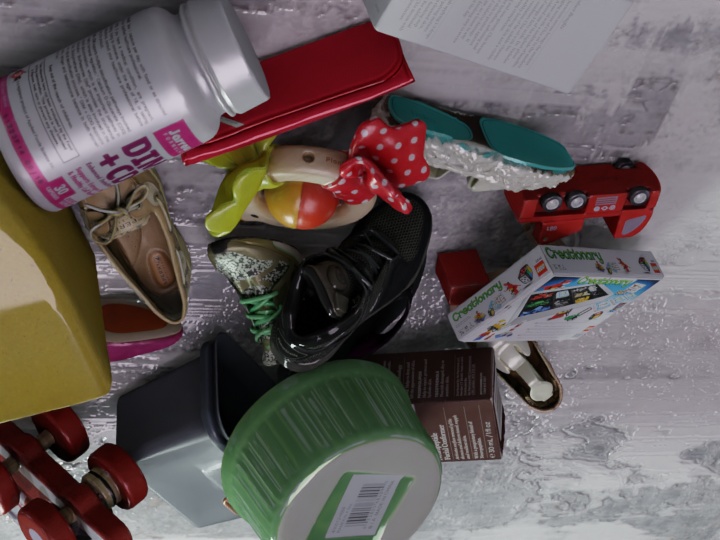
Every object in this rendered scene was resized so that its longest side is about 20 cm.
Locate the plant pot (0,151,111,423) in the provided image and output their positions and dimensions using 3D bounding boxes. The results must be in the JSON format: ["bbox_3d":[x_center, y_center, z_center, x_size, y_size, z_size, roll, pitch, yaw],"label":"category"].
[{"bbox_3d":[-0.327,-0.008,1.207,0.194,0.195,0.201,-15,131,-4],"label":"plant pot"}]

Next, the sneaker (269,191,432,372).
[{"bbox_3d":[0.000,0.000,1.338,0.199,0.076,0.114,-44,174,-17],"label":"sneaker"}]

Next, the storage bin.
[{"bbox_3d":[-0.147,0.182,1.500,0.134,0.146,0.200,-22,138,18],"label":"storage bin"}]

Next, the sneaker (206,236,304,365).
[{"bbox_3d":[-0.077,0.041,1.395,0.077,0.089,0.200,-13,141,27],"label":"sneaker"}]

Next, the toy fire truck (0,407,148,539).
[{"bbox_3d":[-0.290,0.233,1.460,0.112,0.200,0.168,-39,150,-31],"label":"toy fire truck"}]

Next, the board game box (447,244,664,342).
[{"bbox_3d":[0.193,0.025,1.465,0.199,0.035,0.126,2,146,-49],"label":"board game box"}]

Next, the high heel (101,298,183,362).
[{"bbox_3d":[-0.262,0.082,1.399,0.199,0.068,0.097,0,125,1],"label":"high heel"}]

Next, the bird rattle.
[{"bbox_3d":[-0.042,-0.082,1.291,0.199,0.113,0.163,-4,162,-7],"label":"bird rattle"}]

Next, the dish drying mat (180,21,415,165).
[{"bbox_3d":[-0.059,-0.149,1.232,0.199,0.077,0.018,-20,145,1],"label":"dish drying mat"}]

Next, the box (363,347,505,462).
[{"bbox_3d":[0.042,0.139,1.520,0.199,0.075,0.100,-3,135,11],"label":"box"}]

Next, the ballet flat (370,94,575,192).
[{"bbox_3d":[0.092,-0.106,1.341,0.199,0.072,0.072,15,128,-20],"label":"ballet flat"}]

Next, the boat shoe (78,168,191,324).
[{"bbox_3d":[-0.194,-0.035,1.310,0.073,0.063,0.200,-24,136,6],"label":"boat shoe"}]

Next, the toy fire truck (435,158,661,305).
[{"bbox_3d":[0.181,-0.035,1.451,0.199,0.049,0.142,-5,135,-16],"label":"toy fire truck"}]

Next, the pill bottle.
[{"bbox_3d":[-0.179,-0.136,1.177,0.199,0.114,0.114,-25,136,6],"label":"pill bottle"}]

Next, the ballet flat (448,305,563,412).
[{"bbox_3d":[0.159,0.085,1.550,0.068,0.067,0.200,-38,134,9],"label":"ballet flat"}]

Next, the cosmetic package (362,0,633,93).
[{"bbox_3d":[0.109,-0.226,1.219,0.199,0.071,0.102,14,127,-30],"label":"cosmetic package"}]

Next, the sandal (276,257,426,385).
[{"bbox_3d":[0.005,0.052,1.415,0.201,0.048,0.075,-48,139,-18],"label":"sandal"}]

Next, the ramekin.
[{"bbox_3d":[-0.021,0.191,1.397,0.199,0.098,0.201,-18,132,-21],"label":"ramekin"}]
